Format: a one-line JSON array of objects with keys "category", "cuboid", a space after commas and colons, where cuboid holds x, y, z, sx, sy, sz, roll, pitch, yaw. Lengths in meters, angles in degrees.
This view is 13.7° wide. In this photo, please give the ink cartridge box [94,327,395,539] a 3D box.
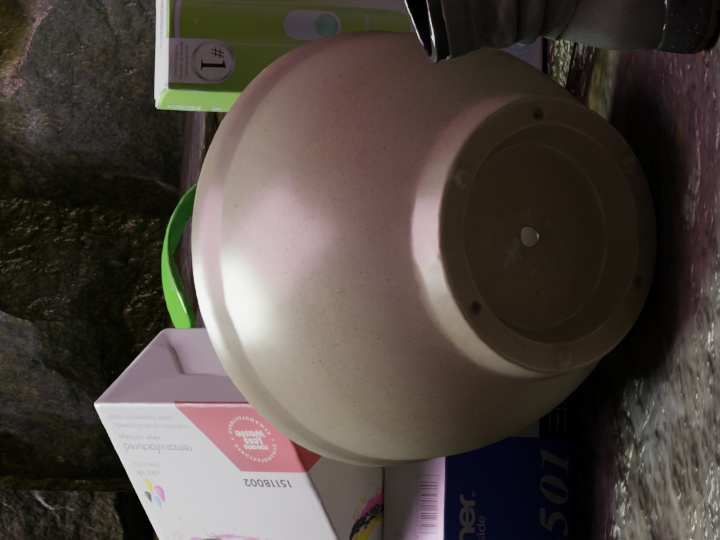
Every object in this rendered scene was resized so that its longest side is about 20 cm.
[{"category": "ink cartridge box", "cuboid": [-0.033, 0.127, 1.461, 0.068, 0.116, 0.200, -50, -54, -41]}]

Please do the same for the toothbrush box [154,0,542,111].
[{"category": "toothbrush box", "cuboid": [-0.007, -0.158, 1.593, 0.086, 0.200, 0.146, 156, 115, -80]}]

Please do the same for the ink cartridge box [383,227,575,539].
[{"category": "ink cartridge box", "cuboid": [0.059, 0.070, 1.442, 0.044, 0.094, 0.200, -2, 86, 45]}]

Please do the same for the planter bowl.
[{"category": "planter bowl", "cuboid": [0.045, -0.012, 1.322, 0.135, 0.200, 0.200, -3, 85, 55]}]

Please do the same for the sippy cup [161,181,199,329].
[{"category": "sippy cup", "cuboid": [0.000, 0.000, 1.523, 0.140, 0.178, 0.130, 31, -138, -60]}]

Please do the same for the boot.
[{"category": "boot", "cuboid": [0.080, -0.182, 1.214, 0.068, 0.131, 0.200, -169, 81, -82]}]
